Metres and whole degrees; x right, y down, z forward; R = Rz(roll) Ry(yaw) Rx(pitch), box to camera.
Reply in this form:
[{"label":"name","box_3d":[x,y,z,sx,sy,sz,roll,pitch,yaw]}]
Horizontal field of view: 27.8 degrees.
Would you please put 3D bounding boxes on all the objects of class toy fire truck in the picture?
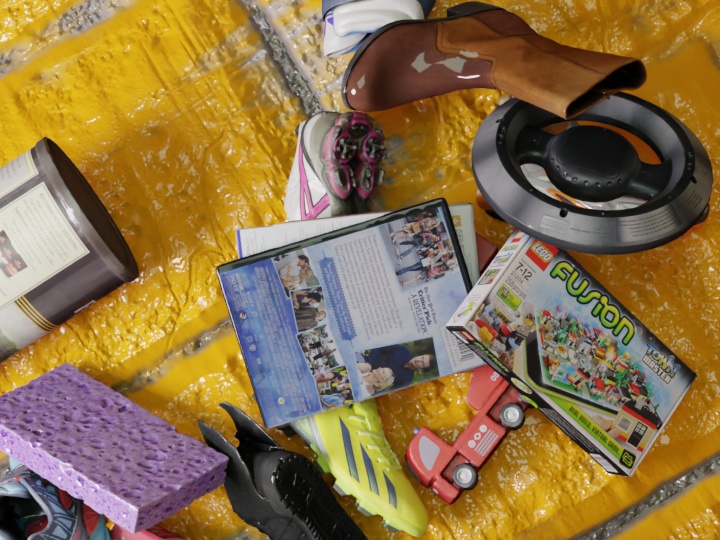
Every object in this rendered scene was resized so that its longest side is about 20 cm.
[{"label":"toy fire truck","box_3d":[0.088,0.084,1.255,0.141,0.049,0.200,38,86,13]}]

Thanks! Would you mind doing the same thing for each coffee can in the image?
[{"label":"coffee can","box_3d":[-0.316,-0.002,1.270,0.200,0.146,0.146,-33,77,0]}]

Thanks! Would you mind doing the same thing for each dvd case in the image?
[{"label":"dvd case","box_3d":[-0.005,0.035,1.201,0.200,0.018,0.143,-17,95,4]}]

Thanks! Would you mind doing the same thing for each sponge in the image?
[{"label":"sponge","box_3d":[-0.220,0.145,1.223,0.200,0.112,0.030,26,121,29]}]

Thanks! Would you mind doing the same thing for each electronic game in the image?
[{"label":"electronic game","box_3d":[0.192,-0.087,1.207,0.200,0.042,0.200,2,45,-2]}]

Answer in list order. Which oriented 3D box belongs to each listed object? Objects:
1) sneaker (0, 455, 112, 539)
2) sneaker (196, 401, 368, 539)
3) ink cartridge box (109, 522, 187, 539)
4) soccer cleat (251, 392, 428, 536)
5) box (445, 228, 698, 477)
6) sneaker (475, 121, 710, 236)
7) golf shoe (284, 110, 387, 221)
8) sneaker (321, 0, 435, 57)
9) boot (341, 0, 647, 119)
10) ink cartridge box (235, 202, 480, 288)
[{"label":"sneaker","box_3d":[-0.270,0.186,1.216,0.079,0.096,0.200,-50,38,11]},{"label":"sneaker","box_3d":[-0.062,0.205,1.241,0.060,0.104,0.200,-38,112,-29]},{"label":"ink cartridge box","box_3d":[-0.138,0.314,1.217,0.200,0.084,0.145,24,83,11]},{"label":"soccer cleat","box_3d":[-0.006,0.141,1.240,0.084,0.065,0.200,-44,71,-5]},{"label":"box","box_3d":[0.176,0.066,1.201,0.200,0.035,0.110,41,74,-16]},{"label":"sneaker","box_3d":[0.205,-0.083,1.264,0.200,0.076,0.092,10,75,7]},{"label":"golf shoe","box_3d":[-0.027,-0.040,1.292,0.092,0.073,0.200,6,91,50]},{"label":"sneaker","box_3d":[-0.028,-0.271,1.322,0.200,0.081,0.147,20,78,5]},{"label":"boot","box_3d":[0.107,-0.156,1.224,0.188,0.069,0.200,-21,36,-31]},{"label":"ink cartridge box","box_3d":[0.000,0.000,1.222,0.200,0.037,0.095,-6,95,1]}]
